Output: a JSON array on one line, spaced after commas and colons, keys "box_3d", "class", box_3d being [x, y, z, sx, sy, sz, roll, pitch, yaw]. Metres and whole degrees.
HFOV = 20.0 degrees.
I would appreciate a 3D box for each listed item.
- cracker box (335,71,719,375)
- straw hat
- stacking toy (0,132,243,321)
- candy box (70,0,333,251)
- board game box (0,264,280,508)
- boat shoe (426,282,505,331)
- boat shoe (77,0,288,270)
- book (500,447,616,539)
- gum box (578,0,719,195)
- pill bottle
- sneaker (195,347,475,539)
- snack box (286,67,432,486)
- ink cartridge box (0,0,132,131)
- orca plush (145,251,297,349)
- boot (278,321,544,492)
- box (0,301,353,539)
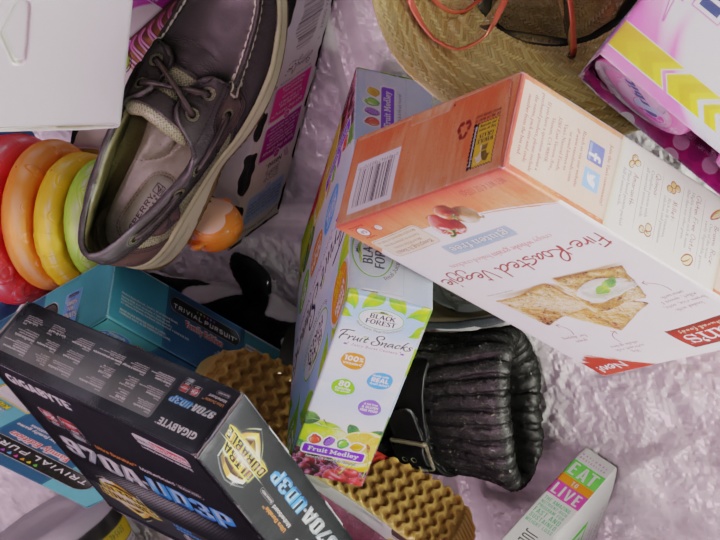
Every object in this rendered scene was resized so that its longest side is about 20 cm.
[{"box_3d": [0.106, -0.017, 1.041, 0.199, 0.058, 0.133, 27, 153, -30], "class": "cracker box"}, {"box_3d": [0.099, -0.156, 1.065, 0.201, 0.201, 0.085, 49, 175, 1], "class": "straw hat"}, {"box_3d": [-0.159, -0.030, 1.260, 0.198, 0.116, 0.110, 3, 133, 30], "class": "stacking toy"}, {"box_3d": [-0.099, -0.131, 1.254, 0.136, 0.061, 0.201, 31, 132, 18], "class": "candy box"}, {"box_3d": [-0.166, 0.076, 1.303, 0.199, 0.047, 0.150, -26, 136, 37], "class": "board game box"}, {"box_3d": [0.105, -0.006, 1.177, 0.199, 0.060, 0.076, -23, 101, 43], "class": "boat shoe"}, {"box_3d": [-0.103, -0.088, 1.158, 0.071, 0.066, 0.202, 31, 108, 16], "class": "boat shoe"}, {"box_3d": [0.079, 0.206, 1.229, 0.048, 0.200, 0.134, 32, 132, 17], "class": "book"}, {"box_3d": [0.220, -0.079, 0.988, 0.200, 0.114, 0.066, 39, 174, 2], "class": "gum box"}, {"box_3d": [-0.192, 0.273, 1.534, 0.114, 0.114, 0.201, -19, 104, 42], "class": "pill bottle"}, {"box_3d": [-0.031, 0.133, 1.232, 0.199, 0.075, 0.090, 38, 127, -2], "class": "sneaker"}, {"box_3d": [0.000, 0.000, 1.168, 0.052, 0.201, 0.143, 11, 131, -8], "class": "snack box"}, {"box_3d": [-0.178, -0.195, 1.143, 0.083, 0.201, 0.147, -2, 137, -13], "class": "ink cartridge box"}, {"box_3d": [-0.110, 0.037, 1.357, 0.199, 0.071, 0.106, 35, 132, 15], "class": "orca plush"}, {"box_3d": [0.041, 0.118, 1.290, 0.156, 0.080, 0.212, 2, 136, 17], "class": "boot"}, {"box_3d": [-0.107, 0.106, 1.166, 0.199, 0.046, 0.159, 19, 152, 42], "class": "box"}]
